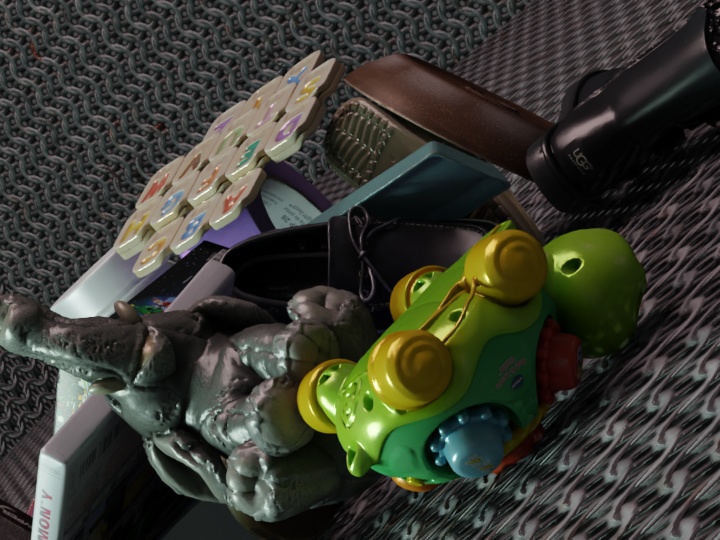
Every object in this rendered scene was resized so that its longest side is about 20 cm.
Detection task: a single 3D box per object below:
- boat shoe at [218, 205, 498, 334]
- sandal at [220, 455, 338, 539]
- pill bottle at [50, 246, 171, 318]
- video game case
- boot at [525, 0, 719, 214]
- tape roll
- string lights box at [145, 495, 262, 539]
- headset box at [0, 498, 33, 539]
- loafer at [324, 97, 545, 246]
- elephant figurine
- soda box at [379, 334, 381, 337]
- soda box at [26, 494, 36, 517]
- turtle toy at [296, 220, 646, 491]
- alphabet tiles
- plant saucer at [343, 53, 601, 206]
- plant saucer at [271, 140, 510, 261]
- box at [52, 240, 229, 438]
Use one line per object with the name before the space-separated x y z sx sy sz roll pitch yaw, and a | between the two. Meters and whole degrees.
boat shoe | 0.000 0.000 1.706 0.199 0.075 0.062 -6 -26 17
sandal | -0.051 0.125 1.652 0.054 0.081 0.200 -27 4 17
pill bottle | -0.134 0.071 2.019 0.114 0.200 0.114 -41 6 6
video game case | -0.143 0.116 1.635 0.200 0.023 0.183 -51 -20 -45
boot | 0.209 -0.121 1.767 0.168 0.077 0.200 -34 4 28
tape roll | -0.049 0.003 1.948 0.066 0.200 0.200 -41 6 16
string lights box | -0.094 0.165 1.755 0.103 0.059 0.200 -44 5 12
headset box | -0.255 0.262 1.699 0.149 0.075 0.200 -41 40 16
loafer | 0.061 -0.049 1.786 0.068 0.200 0.076 -2 -50 -52
elephant figurine | -0.085 0.065 1.512 0.199 0.156 0.141 7 31 36
soda box | 0.033 0.026 1.837 0.070 0.063 0.200 -33 10 48
soda box | -0.209 0.211 1.817 0.201 0.070 0.063 -64 13 -11
turtle toy | 0.066 0.042 1.380 0.200 0.101 0.146 -44 7 -21
alphabet tiles | -0.093 -0.079 1.874 0.200 0.015 0.196 -30 23 36
plant saucer | 0.084 -0.104 1.849 0.037 0.200 0.200 -64 4 6
plant saucer | 0.006 -0.029 1.747 0.200 0.070 0.019 -32 51 40
box | -0.138 0.080 1.750 0.200 0.038 0.137 -42 -34 -57
